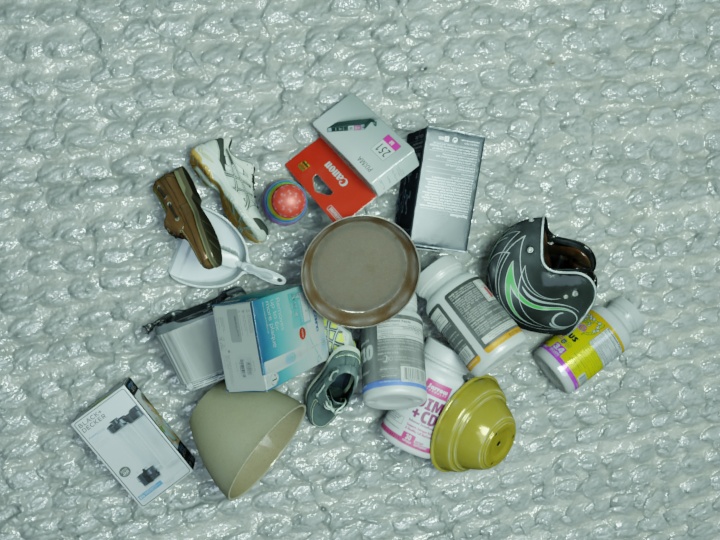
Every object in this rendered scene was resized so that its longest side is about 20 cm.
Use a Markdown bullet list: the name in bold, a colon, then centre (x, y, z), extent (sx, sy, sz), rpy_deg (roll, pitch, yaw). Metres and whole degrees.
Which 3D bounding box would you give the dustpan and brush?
- **dustpan and brush**: centre (-0.226, -0.018, 1.225), extent (0.199, 0.057, 0.140), rpy_deg (21, 92, -11)

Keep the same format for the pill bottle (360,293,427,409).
- **pill bottle**: centre (0.057, 0.135, 1.224), extent (0.113, 0.114, 0.201), rpy_deg (3, 64, -9)

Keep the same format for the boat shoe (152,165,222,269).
- **boat shoe**: centre (-0.295, -0.079, 1.179), extent (0.068, 0.072, 0.201), rpy_deg (-26, 66, 0)

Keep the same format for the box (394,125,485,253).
- **box**: centre (0.134, -0.142, 1.224), extent (0.106, 0.148, 0.201), rpy_deg (7, 95, -9)

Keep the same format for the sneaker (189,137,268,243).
- **sneaker**: centre (-0.206, -0.144, 1.196), extent (0.088, 0.076, 0.200), rpy_deg (-35, 91, -26)

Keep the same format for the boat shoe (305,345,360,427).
- **boat shoe**: centre (-0.052, 0.222, 1.239), extent (0.072, 0.062, 0.201), rpy_deg (15, 125, -15)

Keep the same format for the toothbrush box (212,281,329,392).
- **toothbrush box**: centre (-0.144, 0.106, 1.164), extent (0.085, 0.200, 0.147), rpy_deg (-6, 95, 27)

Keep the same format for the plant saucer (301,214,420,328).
- **plant saucer**: centre (0.000, 0.000, 1.156), extent (0.199, 0.032, 0.201), rpy_deg (-2, 111, -6)

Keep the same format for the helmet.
- **helmet**: centre (0.320, 0.009, 1.251), extent (0.190, 0.200, 0.201), rpy_deg (27, 92, 4)

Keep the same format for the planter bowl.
- **planter bowl**: centre (0.225, 0.299, 1.268), extent (0.200, 0.083, 0.201), rpy_deg (-23, 125, -37)

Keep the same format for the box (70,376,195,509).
- **box**: centre (-0.401, 0.306, 1.233), extent (0.116, 0.060, 0.200), rpy_deg (-35, 100, -4)

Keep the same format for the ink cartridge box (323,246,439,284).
- **ink cartridge box**: centre (0.030, -0.017, 1.237), extent (0.199, 0.116, 0.068), rpy_deg (4, 97, -9)

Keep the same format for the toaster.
- **toaster**: centre (-0.266, 0.121, 1.208), extent (0.199, 0.114, 0.130), rpy_deg (-22, 101, -8)

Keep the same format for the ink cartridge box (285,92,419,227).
- **ink cartridge box**: centre (-0.025, -0.193, 1.184), extent (0.173, 0.200, 0.044), rpy_deg (-38, 145, -3)

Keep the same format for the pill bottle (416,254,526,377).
- **pill bottle**: centre (0.187, 0.077, 1.218), extent (0.116, 0.116, 0.200), rpy_deg (-35, 71, -4)

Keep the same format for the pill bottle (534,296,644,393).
- **pill bottle**: centre (0.440, 0.138, 1.326), extent (0.200, 0.104, 0.104), rpy_deg (-37, 100, -4)

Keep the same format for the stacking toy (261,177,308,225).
- **stacking toy**: centre (-0.122, -0.113, 1.160), extent (0.085, 0.200, 0.086), rpy_deg (-1, 97, -9)

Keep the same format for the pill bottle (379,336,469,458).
- **pill bottle**: centre (0.125, 0.232, 1.281), extent (0.113, 0.113, 0.201), rpy_deg (24, 92, -11)

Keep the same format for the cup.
- **cup**: centre (-0.211, 0.273, 1.209), extent (0.143, 0.200, 0.201), rpy_deg (36, 90, 15)

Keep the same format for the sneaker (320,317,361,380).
- **sneaker**: centre (-0.055, 0.118, 1.260), extent (0.076, 0.075, 0.201), rpy_deg (-23, 98, -6)
